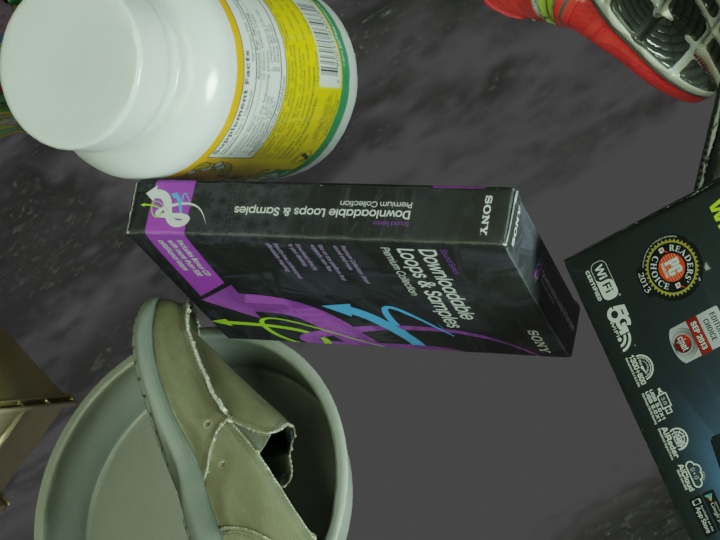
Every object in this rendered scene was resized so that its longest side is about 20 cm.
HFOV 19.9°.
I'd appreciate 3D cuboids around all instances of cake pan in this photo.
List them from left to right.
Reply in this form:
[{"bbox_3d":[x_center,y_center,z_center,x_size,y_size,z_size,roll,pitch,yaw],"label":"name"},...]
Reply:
[{"bbox_3d":[-0.088,0.130,1.125,0.200,0.037,0.201,-12,62,24],"label":"cake pan"}]

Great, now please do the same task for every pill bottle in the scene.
[{"bbox_3d":[-0.093,-0.102,1.061,0.112,0.200,0.113,1,93,27],"label":"pill bottle"}]

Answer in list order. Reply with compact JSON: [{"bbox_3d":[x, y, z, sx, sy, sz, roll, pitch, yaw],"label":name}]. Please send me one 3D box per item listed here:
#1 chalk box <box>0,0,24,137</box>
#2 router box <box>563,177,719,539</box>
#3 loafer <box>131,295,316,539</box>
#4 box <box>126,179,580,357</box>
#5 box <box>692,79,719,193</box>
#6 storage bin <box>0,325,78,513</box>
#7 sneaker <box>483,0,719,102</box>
[{"bbox_3d":[-0.224,-0.140,1.172,0.199,0.124,0.124,-10,88,29],"label":"chalk box"},{"bbox_3d":[0.204,0.049,0.944,0.150,0.062,0.201,-29,79,26],"label":"router box"},{"bbox_3d":[-0.067,0.095,1.072,0.069,0.075,0.201,-19,58,-5],"label":"loafer"},{"bbox_3d":[0.000,0.000,1.042,0.199,0.143,0.036,1,66,21],"label":"box"},{"bbox_3d":[0.251,0.001,0.976,0.199,0.047,0.194,18,99,26],"label":"box"},{"bbox_3d":[-0.299,0.048,1.180,0.200,0.198,0.094,45,107,18],"label":"storage bin"},{"bbox_3d":[0.105,-0.152,1.038,0.200,0.077,0.085,41,147,7],"label":"sneaker"}]
